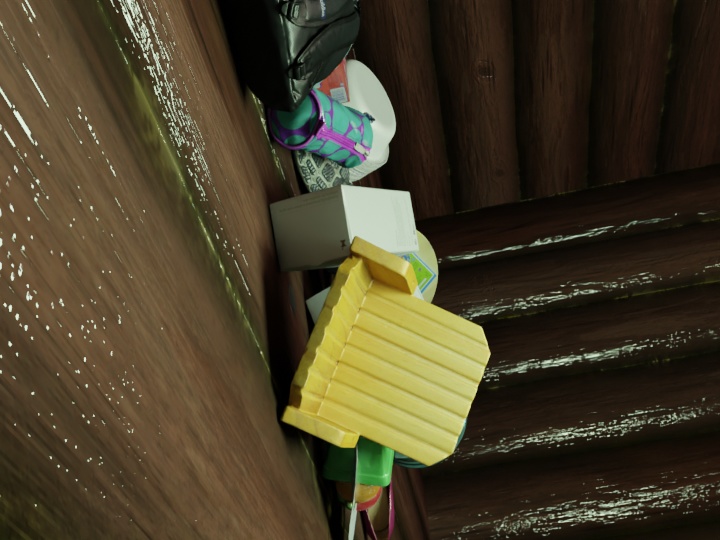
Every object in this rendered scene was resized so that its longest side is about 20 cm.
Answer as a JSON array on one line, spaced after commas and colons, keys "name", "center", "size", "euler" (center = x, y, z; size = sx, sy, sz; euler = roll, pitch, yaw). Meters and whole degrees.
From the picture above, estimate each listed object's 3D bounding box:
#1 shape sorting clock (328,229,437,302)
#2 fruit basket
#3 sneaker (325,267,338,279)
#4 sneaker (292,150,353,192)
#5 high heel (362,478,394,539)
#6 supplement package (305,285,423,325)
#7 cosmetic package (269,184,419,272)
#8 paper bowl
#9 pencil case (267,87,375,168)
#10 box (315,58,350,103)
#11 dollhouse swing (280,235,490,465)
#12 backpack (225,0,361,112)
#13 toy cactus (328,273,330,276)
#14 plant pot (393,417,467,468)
[{"name": "shape sorting clock", "center": [0.039, 0.018, 1.357], "size": [0.039, 0.196, 0.204], "euler": [41, -32, 58]}, {"name": "fruit basket", "center": [-0.008, 0.257, 1.054], "size": [0.186, 0.091, 0.204], "euler": [-75, 176, -60]}, {"name": "sneaker", "center": [0.000, 0.000, 1.219], "size": [0.076, 0.078, 0.200], "euler": [59, 3, 29]}, {"name": "sneaker", "center": [-0.057, -0.128, 1.255], "size": [0.078, 0.079, 0.202], "euler": [-49, 134, -21]}, {"name": "high heel", "center": [0.027, 0.333, 1.269], "size": [0.097, 0.066, 0.204], "euler": [-112, -169, -61]}, {"name": "supplement package", "center": [0.025, 0.077, 1.145], "size": [0.199, 0.108, 0.116], "euler": [23, 41, -66]}, {"name": "cosmetic package", "center": [-0.014, -0.050, 1.007], "size": [0.199, 0.105, 0.087], "euler": [-3, 83, -65]}, {"name": "paper bowl", "center": [-0.017, -0.258, 1.320], "size": [0.200, 0.103, 0.204], "euler": [42, 34, -36]}, {"name": "pencil case", "center": [-0.048, -0.193, 1.096], "size": [0.086, 0.092, 0.199], "euler": [-59, 161, 12]}, {"name": "box", "center": [-0.083, -0.329, 1.128], "size": [0.202, 0.100, 0.096], "euler": [71, 10, -53]}, {"name": "dollhouse swing", "center": [0.042, 0.105, 0.880], "size": [0.182, 0.173, 0.204], "euler": [60, 53, -76]}, {"name": "backpack", "center": [-0.071, -0.296, 0.935], "size": [0.200, 0.151, 0.166], "euler": [-40, 133, -39]}, {"name": "toy cactus", "center": [-0.011, 0.017, 1.416], "size": [0.165, 0.100, 0.205], "euler": [43, 45, -66]}, {"name": "plant pot", "center": [0.082, 0.245, 1.408], "size": [0.196, 0.195, 0.205], "euler": [41, 39, -76]}]
